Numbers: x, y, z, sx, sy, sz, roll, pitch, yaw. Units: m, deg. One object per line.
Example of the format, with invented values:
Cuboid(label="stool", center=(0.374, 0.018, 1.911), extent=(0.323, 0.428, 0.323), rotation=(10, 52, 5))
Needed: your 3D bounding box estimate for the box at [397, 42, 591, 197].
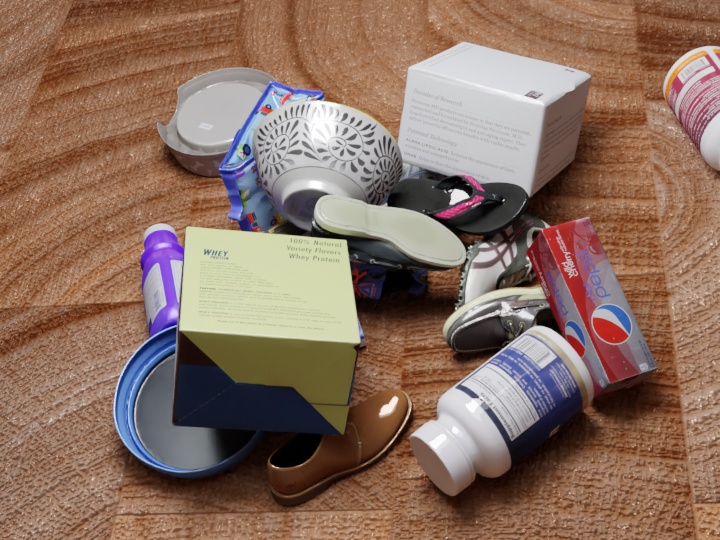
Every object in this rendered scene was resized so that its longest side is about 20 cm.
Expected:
Cuboid(label="box", center=(0.180, -0.207, 1.628), extent=(0.198, 0.132, 0.199), rotation=(19, 27, 21))

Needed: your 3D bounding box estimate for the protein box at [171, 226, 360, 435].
Cuboid(label="protein box", center=(-0.112, 0.067, 1.392), extent=(0.196, 0.136, 0.201), rotation=(5, 34, -9))

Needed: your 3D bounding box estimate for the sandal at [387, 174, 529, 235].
Cuboid(label="sandal", center=(0.117, -0.090, 1.546), extent=(0.198, 0.045, 0.076), rotation=(7, 62, 30))

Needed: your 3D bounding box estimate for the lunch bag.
Cuboid(label="lunch bag", center=(-0.119, -0.135, 1.675), extent=(0.093, 0.151, 0.201), rotation=(15, 52, 26))

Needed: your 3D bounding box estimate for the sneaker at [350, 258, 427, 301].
Cuboid(label="sneaker", center=(0.000, 0.000, 1.549), extent=(0.198, 0.076, 0.079), rotation=(-7, 47, -17))

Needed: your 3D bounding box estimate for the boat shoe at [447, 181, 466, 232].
Cuboid(label="boat shoe", center=(0.091, -0.081, 1.630), extent=(0.198, 0.072, 0.076), rotation=(-25, 47, -11))

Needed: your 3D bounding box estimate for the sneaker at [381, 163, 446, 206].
Cuboid(label="sneaker", center=(0.053, -0.141, 1.684), extent=(0.075, 0.089, 0.200), rotation=(28, 56, 36))

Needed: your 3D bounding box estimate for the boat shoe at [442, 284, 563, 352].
Cuboid(label="boat shoe", center=(0.199, 0.062, 1.471), extent=(0.198, 0.074, 0.065), rotation=(-17, 41, -3))

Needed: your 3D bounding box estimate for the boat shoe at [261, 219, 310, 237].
Cuboid(label="boat shoe", center=(-0.106, -0.030, 1.632), extent=(0.199, 0.072, 0.060), rotation=(-27, 41, -17))

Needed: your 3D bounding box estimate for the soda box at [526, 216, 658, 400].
Cuboid(label="soda box", center=(0.268, 0.044, 1.419), extent=(0.069, 0.064, 0.202), rotation=(-14, 69, -17))

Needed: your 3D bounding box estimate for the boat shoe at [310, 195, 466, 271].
Cuboid(label="boat shoe", center=(0.030, -0.032, 1.496), extent=(0.197, 0.066, 0.075), rotation=(12, 49, -16))

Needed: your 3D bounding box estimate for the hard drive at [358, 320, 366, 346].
Cuboid(label="hard drive", center=(-0.104, 0.073, 1.564), extent=(0.198, 0.026, 0.133), rotation=(-18, 46, -3))

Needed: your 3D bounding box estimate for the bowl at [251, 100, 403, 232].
Cuboid(label="bowl", center=(-0.050, -0.111, 1.539), extent=(0.198, 0.202, 0.095), rotation=(0, 52, 13))

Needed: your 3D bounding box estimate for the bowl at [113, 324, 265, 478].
Cuboid(label="bowl", center=(-0.199, 0.158, 1.474), extent=(0.198, 0.040, 0.203), rotation=(-4, 58, 6))

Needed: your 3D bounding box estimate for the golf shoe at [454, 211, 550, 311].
Cuboid(label="golf shoe", center=(0.178, -0.007, 1.541), extent=(0.087, 0.078, 0.201), rotation=(18, 55, 16))

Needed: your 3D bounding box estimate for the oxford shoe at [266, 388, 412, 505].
Cuboid(label="oxford shoe", center=(-0.022, 0.192, 1.404), extent=(0.199, 0.072, 0.071), rotation=(-33, 47, -20))

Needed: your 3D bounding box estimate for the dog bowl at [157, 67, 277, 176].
Cuboid(label="dog bowl", center=(-0.206, -0.223, 1.843), extent=(0.197, 0.059, 0.202), rotation=(-7, 46, 7))

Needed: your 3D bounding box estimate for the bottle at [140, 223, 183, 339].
Cuboid(label="bottle", center=(-0.254, 0.021, 1.608), extent=(0.065, 0.084, 0.201), rotation=(7, 39, -25))

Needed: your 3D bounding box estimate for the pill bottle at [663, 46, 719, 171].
Cuboid(label="pill bottle", center=(0.492, -0.202, 1.623), extent=(0.108, 0.110, 0.201), rotation=(-16, 46, -2))

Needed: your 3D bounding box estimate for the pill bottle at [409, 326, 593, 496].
Cuboid(label="pill bottle", center=(0.156, 0.161, 1.362), extent=(0.199, 0.112, 0.111), rotation=(-34, 49, -18))
